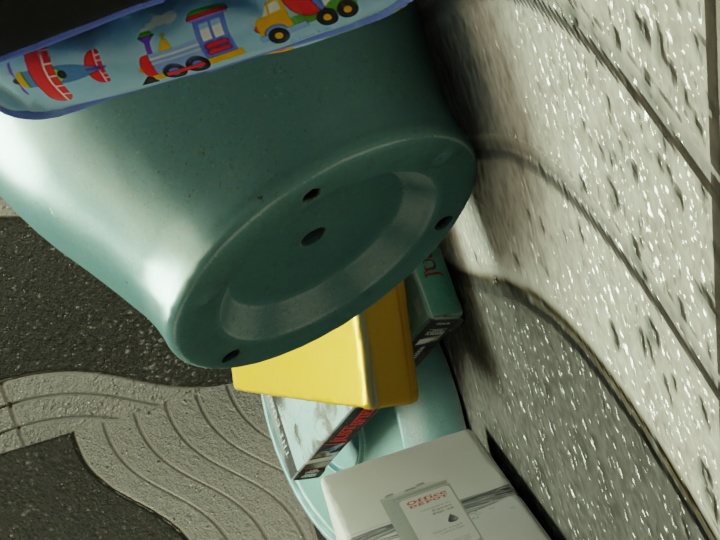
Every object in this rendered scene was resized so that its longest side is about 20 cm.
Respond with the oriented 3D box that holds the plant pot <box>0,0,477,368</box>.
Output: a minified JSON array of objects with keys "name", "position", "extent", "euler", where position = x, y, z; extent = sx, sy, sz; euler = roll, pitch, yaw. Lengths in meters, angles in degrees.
[{"name":"plant pot","position":[-0.058,-0.074,0.697],"extent":[0.188,0.200,0.200],"euler":[54,167,22]}]

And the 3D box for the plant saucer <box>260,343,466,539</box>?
[{"name":"plant saucer","position":[-0.007,0.079,0.989],"extent":[0.200,0.027,0.200],"euler":[34,132,50]}]

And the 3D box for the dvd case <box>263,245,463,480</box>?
[{"name":"dvd case","position":[-0.017,0.004,0.914],"extent":[0.200,0.022,0.146],"euler":[-53,50,56]}]

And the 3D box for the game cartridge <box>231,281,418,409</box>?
[{"name":"game cartridge","position":[-0.030,-0.038,0.868],"extent":[0.176,0.032,0.200],"euler":[179,85,-66]}]

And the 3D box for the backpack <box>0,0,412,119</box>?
[{"name":"backpack","position":[-0.065,-0.166,0.523],"extent":[0.135,0.183,0.200],"euler":[56,-157,-46]}]

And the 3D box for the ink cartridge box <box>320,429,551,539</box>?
[{"name":"ink cartridge box","position":[0.052,0.176,0.790],"extent":[0.200,0.083,0.147],"euler":[-126,20,-72]}]
